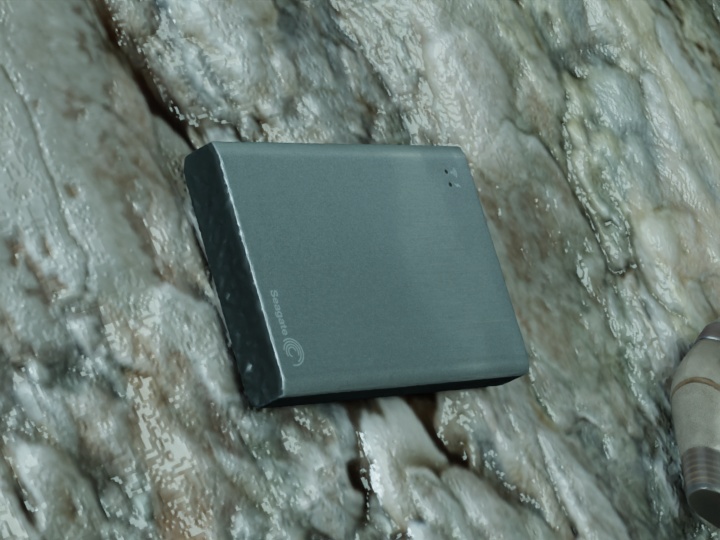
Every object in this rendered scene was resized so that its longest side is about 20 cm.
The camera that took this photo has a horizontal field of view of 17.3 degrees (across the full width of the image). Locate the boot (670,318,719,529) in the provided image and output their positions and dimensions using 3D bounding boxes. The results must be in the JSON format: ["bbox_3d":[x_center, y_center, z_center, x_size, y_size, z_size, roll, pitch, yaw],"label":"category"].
[{"bbox_3d":[0.269,0.125,1.469,0.200,0.070,0.146,43,42,-23],"label":"boot"}]

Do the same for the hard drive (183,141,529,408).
[{"bbox_3d":[0.000,0.000,1.278,0.200,0.033,0.140,-2,71,-47],"label":"hard drive"}]
